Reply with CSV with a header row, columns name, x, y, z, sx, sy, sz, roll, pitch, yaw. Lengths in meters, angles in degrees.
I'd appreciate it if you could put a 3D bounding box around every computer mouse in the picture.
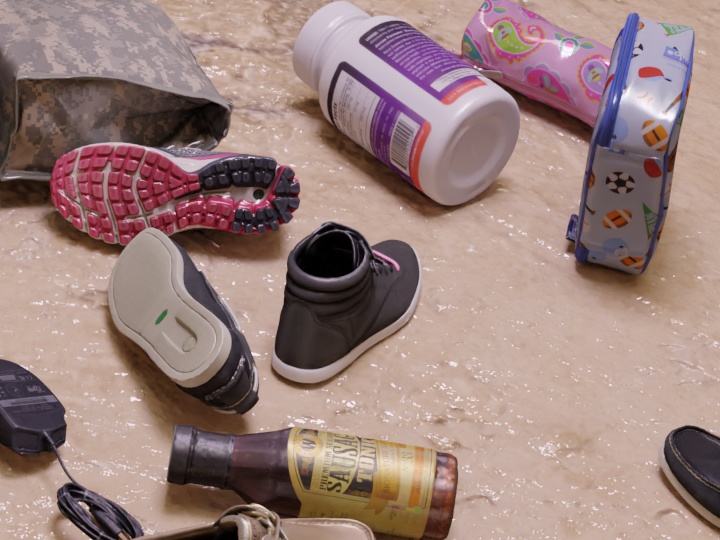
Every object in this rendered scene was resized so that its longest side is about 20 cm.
name,x,y,z,sx,sy,sz,roll,pitch,yaw
computer mouse,-0.214,0.132,1.521,0.058,0.034,0.200,0,38,-46

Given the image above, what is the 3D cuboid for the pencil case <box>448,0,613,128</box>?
name,x,y,z,sx,sy,sz,roll,pitch,yaw
pencil case,0.184,-0.183,2.037,0.199,0.088,0.087,27,37,21

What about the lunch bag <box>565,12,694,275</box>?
name,x,y,z,sx,sy,sz,roll,pitch,yaw
lunch bag,0.226,-0.104,1.837,0.075,0.201,0.161,12,48,4

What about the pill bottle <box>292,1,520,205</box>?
name,x,y,z,sx,sy,sz,roll,pitch,yaw
pill bottle,0.034,-0.152,1.920,0.111,0.112,0.200,-21,46,-38

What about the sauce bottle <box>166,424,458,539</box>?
name,x,y,z,sx,sy,sz,roll,pitch,yaw
sauce bottle,-0.033,0.142,1.524,0.198,0.066,0.066,8,35,-5

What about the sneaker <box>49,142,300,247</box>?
name,x,y,z,sx,sy,sz,roll,pitch,yaw
sneaker,-0.151,-0.060,1.778,0.198,0.081,0.075,4,7,-11

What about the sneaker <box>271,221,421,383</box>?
name,x,y,z,sx,sy,sz,roll,pitch,yaw
sneaker,0.000,0.000,1.705,0.070,0.100,0.200,23,35,19

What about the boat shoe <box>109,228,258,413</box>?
name,x,y,z,sx,sy,sz,roll,pitch,yaw
boat shoe,-0.133,0.038,1.646,0.068,0.072,0.200,39,7,-38

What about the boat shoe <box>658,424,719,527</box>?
name,x,y,z,sx,sy,sz,roll,pitch,yaw
boat shoe,0.301,0.165,1.594,0.072,0.068,0.200,-23,46,-37

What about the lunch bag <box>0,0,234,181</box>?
name,x,y,z,sx,sy,sz,roll,pitch,yaw
lunch bag,-0.219,-0.153,1.835,0.199,0.118,0.164,-1,34,-26

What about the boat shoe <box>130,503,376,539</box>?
name,x,y,z,sx,sy,sz,roll,pitch,yaw
boat shoe,-0.072,0.190,1.443,0.199,0.065,0.072,-8,39,-26
